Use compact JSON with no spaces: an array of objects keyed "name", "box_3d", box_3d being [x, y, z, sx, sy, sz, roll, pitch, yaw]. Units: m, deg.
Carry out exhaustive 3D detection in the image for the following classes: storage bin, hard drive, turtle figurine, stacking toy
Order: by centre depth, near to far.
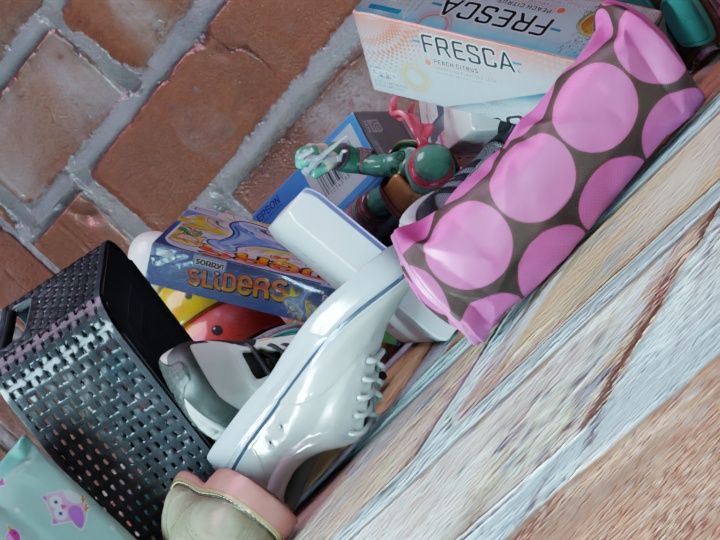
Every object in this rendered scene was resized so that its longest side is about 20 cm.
[{"name":"hard drive","box_3d":[0.000,0.000,1.543,0.025,0.132,0.200,-51,3,-6]},{"name":"storage bin","box_3d":[-0.154,0.096,1.564,0.094,0.200,0.135,-33,20,9]},{"name":"turtle figurine","box_3d":[0.032,-0.043,1.602,0.101,0.150,0.200,-38,-11,-14]},{"name":"stacking toy","box_3d":[-0.124,0.053,1.827,0.146,0.200,0.146,-37,-14,-11]}]

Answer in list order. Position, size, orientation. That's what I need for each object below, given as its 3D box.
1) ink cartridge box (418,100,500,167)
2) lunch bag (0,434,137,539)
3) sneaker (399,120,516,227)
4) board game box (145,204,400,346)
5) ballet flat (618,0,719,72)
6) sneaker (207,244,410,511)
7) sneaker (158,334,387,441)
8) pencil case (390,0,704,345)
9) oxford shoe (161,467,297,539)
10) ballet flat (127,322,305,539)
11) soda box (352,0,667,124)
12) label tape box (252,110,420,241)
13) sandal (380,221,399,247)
[{"name":"ink cartridge box","box_3d":[0.110,-0.118,1.635,0.117,0.067,0.200,-6,-5,-10]},{"name":"lunch bag","box_3d":[-0.226,0.226,1.486,0.200,0.170,0.122,-41,8,46]},{"name":"sneaker","box_3d":[0.093,-0.055,1.454,0.114,0.075,0.200,-50,0,19]},{"name":"board game box","box_3d":[-0.053,0.002,1.760,0.135,0.200,0.035,-60,-17,-74]},{"name":"ballet flat","box_3d":[0.211,-0.165,1.429,0.071,0.069,0.200,-30,4,-11]},{"name":"sneaker","box_3d":[-0.014,0.070,1.423,0.200,0.071,0.073,-53,-10,26]},{"name":"sneaker","box_3d":[-0.057,0.068,1.520,0.080,0.074,0.200,-37,-22,23]},{"name":"pencil case","box_3d":[0.101,-0.056,1.278,0.200,0.091,0.094,-46,38,0]},{"name":"oxford shoe","box_3d":[-0.101,0.170,1.412,0.075,0.070,0.200,-54,4,-18]},{"name":"ballet flat","box_3d":[-0.097,0.120,1.703,0.200,0.074,0.074,-44,3,-4]},{"name":"soda box","box_3d":[0.095,-0.138,1.440,0.064,0.200,0.068,-49,-40,-31]},{"name":"label tape box","box_3d":[0.029,-0.066,1.894,0.200,0.066,0.143,-7,-31,-50]},{"name":"sandal","box_3d":[0.070,-0.046,1.788,0.200,0.075,0.045,-55,-5,33]}]
